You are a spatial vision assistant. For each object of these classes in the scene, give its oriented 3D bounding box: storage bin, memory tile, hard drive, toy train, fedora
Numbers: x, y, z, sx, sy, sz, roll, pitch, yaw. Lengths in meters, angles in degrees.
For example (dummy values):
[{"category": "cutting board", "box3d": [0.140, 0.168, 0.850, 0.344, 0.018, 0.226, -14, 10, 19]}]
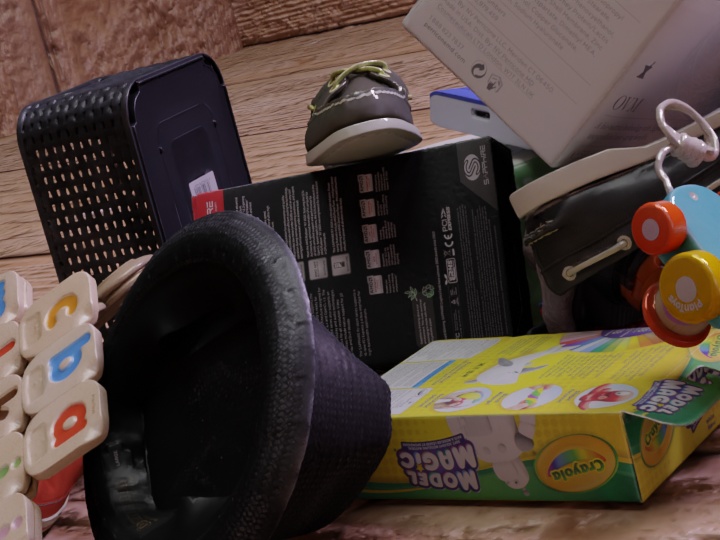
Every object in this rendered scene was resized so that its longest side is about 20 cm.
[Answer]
[{"category": "storage bin", "box3d": [-0.140, -0.035, 1.134, 0.093, 0.202, 0.135, -8, 14, 26]}, {"category": "memory tile", "box3d": [-0.207, 0.064, 0.989, 0.153, 0.017, 0.200, -41, 1, -43]}, {"category": "hard drive", "box3d": [0.163, -0.111, 1.090, 0.198, 0.026, 0.132, -10, 16, -26]}, {"category": "toy train", "box3d": [0.201, 0.013, 0.748, 0.056, 0.199, 0.151, -55, 9, 39]}, {"category": "fedora", "box3d": [-0.050, 0.070, 0.766, 0.091, 0.203, 0.200, 13, -4, -33]}]

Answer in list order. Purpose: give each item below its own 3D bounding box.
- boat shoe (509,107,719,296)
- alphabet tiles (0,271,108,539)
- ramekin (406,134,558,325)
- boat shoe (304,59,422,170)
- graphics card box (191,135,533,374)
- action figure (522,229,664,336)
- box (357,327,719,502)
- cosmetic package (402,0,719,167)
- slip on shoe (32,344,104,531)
[{"category": "boat shoe", "box3d": [0.174, -0.048, 0.816, 0.198, 0.061, 0.074, -22, -3, 9]}, {"category": "alphabet tiles", "box3d": [-0.202, 0.090, 0.829, 0.195, 0.015, 0.201, -35, 39, 16]}, {"category": "ramekin", "box3d": [0.074, -0.029, 1.096, 0.198, 0.099, 0.200, -14, 12, 3]}, {"category": "boat shoe", "box3d": [-0.001, -0.096, 1.020, 0.071, 0.061, 0.202, -9, 0, 1]}, {"category": "graphics card box", "box3d": [0.000, 0.000, 0.990, 0.198, 0.127, 0.051, -11, -11, 22]}, {"category": "action figure", "box3d": [0.176, -0.010, 0.910, 0.192, 0.106, 0.199, 10, 27, 42]}, {"category": "box", "box3d": [0.092, 0.067, 0.793, 0.198, 0.049, 0.117, -8, 14, 39]}, {"category": "cosmetic package", "box3d": [0.162, -0.169, 0.891, 0.201, 0.123, 0.199, -54, -21, 22]}, {"category": "slip on shoe", "box3d": [-0.176, 0.089, 0.919, 0.062, 0.074, 0.200, -58, -3, 18]}]
